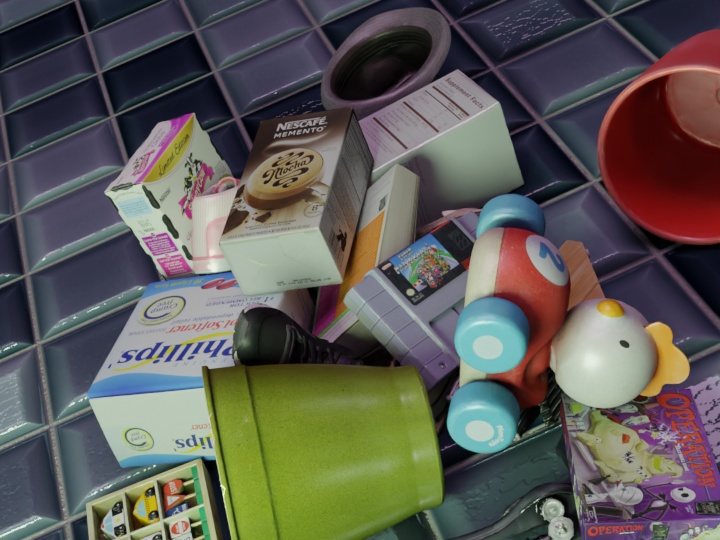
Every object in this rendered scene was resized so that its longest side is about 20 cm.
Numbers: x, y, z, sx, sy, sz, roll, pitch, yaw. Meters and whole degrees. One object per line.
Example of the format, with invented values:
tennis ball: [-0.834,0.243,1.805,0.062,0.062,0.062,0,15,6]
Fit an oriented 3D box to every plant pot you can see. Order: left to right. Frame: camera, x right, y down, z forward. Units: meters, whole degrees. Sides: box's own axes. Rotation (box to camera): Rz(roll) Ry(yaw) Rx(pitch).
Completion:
plant pot: [-0.029,0.165,1.333,0.192,0.201,0.201,-11,34,-6]
plant pot: [0.364,-0.153,1.543,0.200,0.201,0.177,-1,28,28]

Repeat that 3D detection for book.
book: [0.000,0.000,1.556,0.134,0.048,0.200,-37,34,43]

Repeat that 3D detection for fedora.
fedora: [0.042,-0.240,1.911,0.176,0.090,0.200,-4,44,27]

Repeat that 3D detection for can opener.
can opener: [0.112,0.238,1.257,0.200,0.079,0.064,-26,77,-10]

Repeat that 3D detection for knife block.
knife block: [0.161,0.071,1.444,0.175,0.064,0.200,-18,35,5]

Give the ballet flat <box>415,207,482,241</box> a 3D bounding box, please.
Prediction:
ballet flat: [0.082,-0.031,1.628,0.199,0.068,0.067,-20,31,2]

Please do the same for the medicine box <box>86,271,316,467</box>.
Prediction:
medicine box: [-0.155,0.098,1.542,0.182,0.103,0.200,-8,32,20]

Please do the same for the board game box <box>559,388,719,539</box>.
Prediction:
board game box: [0.237,0.163,1.258,0.120,0.032,0.200,1,26,0]

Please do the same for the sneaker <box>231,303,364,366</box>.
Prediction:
sneaker: [-0.044,0.083,1.421,0.087,0.200,0.076,2,72,29]

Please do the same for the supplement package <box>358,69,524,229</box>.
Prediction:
supplement package: [0.067,-0.122,1.713,0.200,0.117,0.117,-28,35,-9]

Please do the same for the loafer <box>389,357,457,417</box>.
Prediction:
loafer: [0.074,0.064,1.491,0.072,0.063,0.200,-5,38,24]

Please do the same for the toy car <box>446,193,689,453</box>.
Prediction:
toy car: [0.187,0.053,1.288,0.199,0.177,0.185,7,38,7]

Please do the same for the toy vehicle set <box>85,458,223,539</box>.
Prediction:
toy vehicle set: [-0.190,0.270,1.402,0.124,0.027,0.200,-22,34,-1]

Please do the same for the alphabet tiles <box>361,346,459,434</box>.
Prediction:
alphabet tiles: [0.042,0.094,1.531,0.167,0.008,0.200,2,41,31]

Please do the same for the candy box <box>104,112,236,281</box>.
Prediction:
candy box: [-0.187,-0.057,1.687,0.061,0.200,0.137,-11,34,34]

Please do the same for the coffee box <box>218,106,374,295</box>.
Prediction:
coffee box: [-0.064,-0.075,1.561,0.113,0.080,0.200,-8,41,19]

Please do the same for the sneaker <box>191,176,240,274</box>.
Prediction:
sneaker: [-0.109,-0.057,1.666,0.200,0.105,0.075,-8,0,-45]

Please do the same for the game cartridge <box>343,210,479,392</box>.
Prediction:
game cartridge: [0.089,0.024,1.471,0.200,0.130,0.038,-33,-12,-42]
